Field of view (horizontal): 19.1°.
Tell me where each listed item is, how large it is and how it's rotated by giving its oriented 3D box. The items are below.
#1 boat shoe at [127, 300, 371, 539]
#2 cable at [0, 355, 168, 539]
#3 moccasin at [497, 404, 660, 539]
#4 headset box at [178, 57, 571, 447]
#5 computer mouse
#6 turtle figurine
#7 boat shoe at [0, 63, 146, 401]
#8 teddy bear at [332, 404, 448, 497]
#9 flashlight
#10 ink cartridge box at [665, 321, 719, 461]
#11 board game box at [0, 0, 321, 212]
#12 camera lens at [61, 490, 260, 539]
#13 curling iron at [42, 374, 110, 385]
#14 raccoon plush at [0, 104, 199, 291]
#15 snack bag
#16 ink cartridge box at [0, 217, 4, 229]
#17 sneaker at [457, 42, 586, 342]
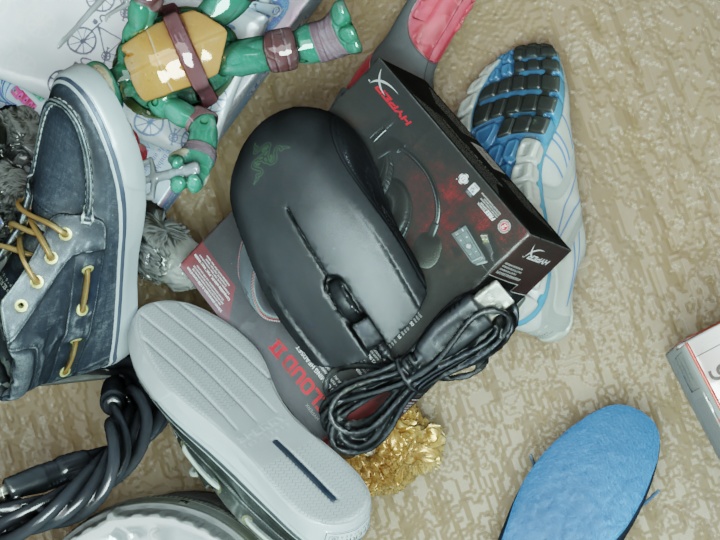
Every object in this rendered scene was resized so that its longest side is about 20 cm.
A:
[{"bbox_3d":[-0.073,0.101,1.224,0.072,0.071,0.200,-17,52,-35],"label":"boat shoe"},{"bbox_3d":[-0.191,0.087,1.283,0.162,0.200,0.051,-2,121,27],"label":"cable"},{"bbox_3d":[0.116,0.170,1.323,0.080,0.068,0.200,35,88,15],"label":"moccasin"},{"bbox_3d":[0.000,0.000,1.270,0.200,0.075,0.149,-44,67,14],"label":"headset box"},{"bbox_3d":[-0.013,-0.011,1.206,0.138,0.053,0.201,-38,69,17],"label":"computer mouse"},{"bbox_3d":[-0.107,-0.133,1.287,0.199,0.101,0.150,-27,103,-1],"label":"turtle figurine"},{"bbox_3d":[-0.177,-0.015,1.219,0.091,0.201,0.071,-26,43,-34],"label":"boat shoe"},{"bbox_3d":[-0.014,0.044,1.343,0.144,0.067,0.201,2,85,8],"label":"teddy bear"},{"bbox_3d":[0.052,-0.158,1.354,0.068,0.068,0.201,32,89,8],"label":"flashlight"},{"bbox_3d":[0.227,0.083,1.251,0.050,0.200,0.109,-27,83,2],"label":"ink cartridge box"},{"bbox_3d":[-0.161,-0.158,1.385,0.199,0.043,0.200,37,89,6],"label":"board game box"},{"bbox_3d":[-0.110,0.213,1.269,0.159,0.200,0.161,0,86,4],"label":"camera lens"},{"bbox_3d":[-0.231,0.056,1.381,0.199,0.026,0.050,4,88,5],"label":"curling iron"},{"bbox_3d":[-0.212,-0.007,1.341,0.200,0.097,0.134,39,127,4],"label":"raccoon plush"},{"bbox_3d":[-0.141,-0.191,1.353,0.188,0.021,0.201,24,88,5],"label":"snack bag"},{"bbox_3d":[-0.315,-0.050,1.317,0.200,0.047,0.198,-48,65,44],"label":"ink cartridge box"},{"bbox_3d":[0.108,-0.046,1.345,0.075,0.087,0.201,-11,61,34],"label":"sneaker"}]
